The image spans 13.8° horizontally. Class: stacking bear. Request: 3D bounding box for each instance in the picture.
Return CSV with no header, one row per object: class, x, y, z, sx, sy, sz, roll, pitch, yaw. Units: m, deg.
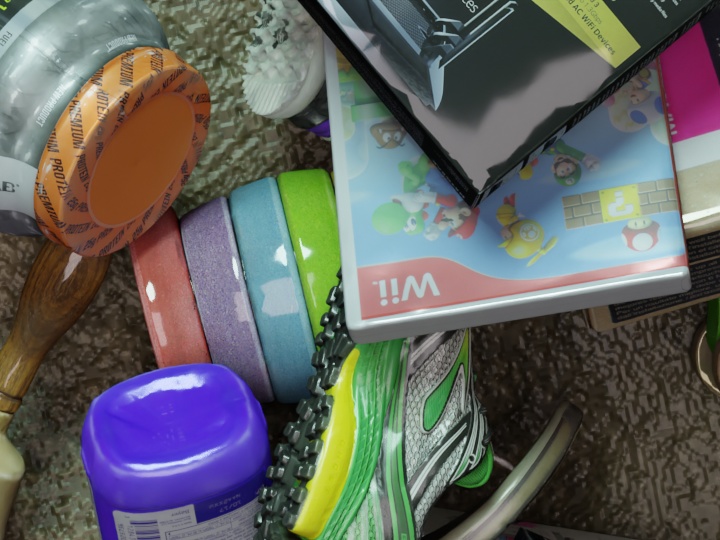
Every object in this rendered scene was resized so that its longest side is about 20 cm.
stacking bear,0.000,0.000,1.372,0.199,0.114,0.122,-14,97,-2

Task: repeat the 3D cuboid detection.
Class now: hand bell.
hand bell,-0.162,0.052,1.369,0.104,0.104,0.200,30,103,-2

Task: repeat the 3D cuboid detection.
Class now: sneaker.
sneaker,0.023,0.047,1.285,0.085,0.078,0.201,21,86,-16
sneaker,0.019,-0.149,1.374,0.099,0.070,0.201,23,82,-30

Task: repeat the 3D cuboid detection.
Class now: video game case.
video game case,0.057,-0.071,1.255,0.143,0.017,0.201,-9,61,8

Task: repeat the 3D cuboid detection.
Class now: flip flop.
flip flop,0.015,0.118,1.335,0.200,0.081,0.058,-35,87,8

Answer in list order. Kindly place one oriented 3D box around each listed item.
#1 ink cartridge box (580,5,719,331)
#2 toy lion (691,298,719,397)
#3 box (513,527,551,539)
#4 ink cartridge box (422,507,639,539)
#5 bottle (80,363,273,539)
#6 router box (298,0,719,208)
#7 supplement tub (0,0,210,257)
ink cartridge box,0.150,-0.093,1.298,0.164,0.075,0.200,-16,61,3
toy lion,0.229,-0.032,1.387,0.191,0.069,0.200,-25,96,-3
box,0.130,0.231,1.358,0.200,0.046,0.159,24,96,-7
ink cartridge box,0.054,0.178,1.409,0.199,0.068,0.117,9,97,0
bottle,-0.076,0.128,1.356,0.083,0.065,0.200,-15,139,-8
router box,0.043,-0.152,1.211,0.157,0.052,0.200,-39,87,-4
supplement tub,-0.170,-0.096,1.318,0.200,0.122,0.123,34,97,25
